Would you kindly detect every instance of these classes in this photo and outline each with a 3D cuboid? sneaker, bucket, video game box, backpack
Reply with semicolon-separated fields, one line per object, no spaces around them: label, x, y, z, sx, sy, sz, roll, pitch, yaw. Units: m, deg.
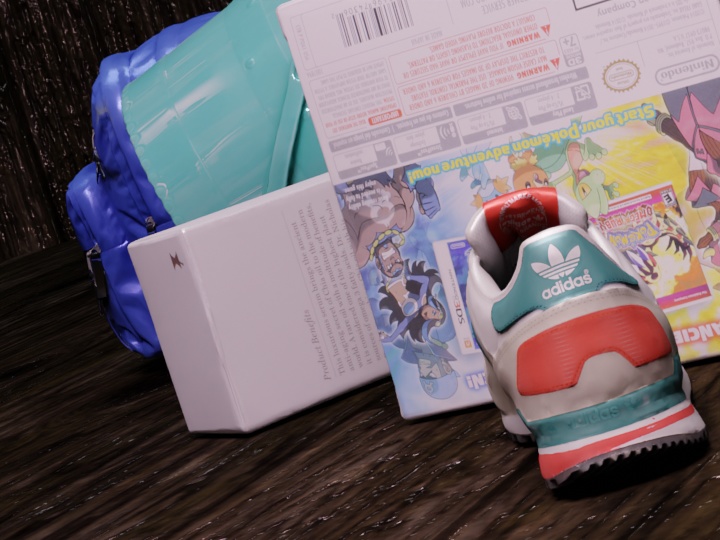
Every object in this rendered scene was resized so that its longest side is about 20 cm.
sneaker;0.073;0.013;0.879;0.070;0.093;0.200;-18;6;2
bucket;-0.027;-0.063;1.384;0.135;0.207;0.207;-33;2;11
video game box;0.079;-0.046;0.996;0.200;0.182;0.047;-14;3;36
backpack;-0.098;-0.054;1.567;0.168;0.200;0.163;-18;6;5

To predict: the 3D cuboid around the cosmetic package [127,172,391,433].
cosmetic package;0.000;0.000;1.224;0.200;0.101;0.071;-20;5;-27
